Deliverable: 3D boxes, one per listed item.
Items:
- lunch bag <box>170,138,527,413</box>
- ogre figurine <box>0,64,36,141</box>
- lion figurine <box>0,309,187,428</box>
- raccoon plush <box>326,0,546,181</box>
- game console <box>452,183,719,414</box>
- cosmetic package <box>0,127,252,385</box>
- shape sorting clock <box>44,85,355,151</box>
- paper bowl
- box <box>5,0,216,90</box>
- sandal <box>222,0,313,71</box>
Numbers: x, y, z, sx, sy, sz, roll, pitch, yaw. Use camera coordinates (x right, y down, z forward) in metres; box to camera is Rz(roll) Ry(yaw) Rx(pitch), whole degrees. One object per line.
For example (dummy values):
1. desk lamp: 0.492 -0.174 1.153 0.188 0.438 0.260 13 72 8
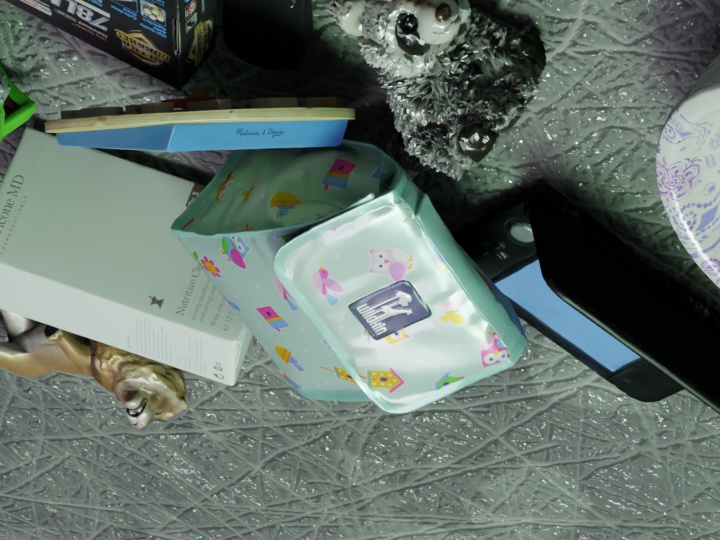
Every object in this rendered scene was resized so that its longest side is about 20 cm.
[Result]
1. lunch bag: 0.000 0.000 1.845 0.199 0.122 0.171 5 139 50
2. ogre figurine: -0.292 -0.121 1.912 0.120 0.098 0.200 36 132 10
3. lion figurine: -0.229 0.059 2.159 0.199 0.073 0.123 13 156 38
4. raccoon plush: 0.020 -0.121 1.741 0.134 0.097 0.200 39 144 -11
5. game console: 0.161 0.047 1.867 0.200 0.117 0.176 36 144 -19
6. cosmetic package: -0.162 -0.010 1.968 0.199 0.113 0.081 17 154 2
7. shape sorting clock: -0.102 -0.099 1.793 0.199 0.039 0.200 0 -175 0
8. paper bowl: 0.281 -0.058 1.638 0.200 0.104 0.201 28 145 22
9. box: -0.181 -0.224 1.706 0.199 0.050 0.199 28 151 16
10. sandal: -0.062 -0.187 1.729 0.076 0.043 0.201 10 145 16
